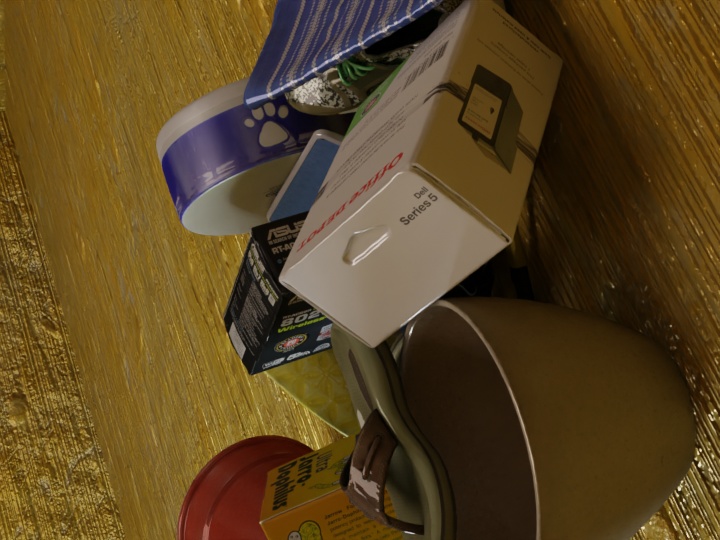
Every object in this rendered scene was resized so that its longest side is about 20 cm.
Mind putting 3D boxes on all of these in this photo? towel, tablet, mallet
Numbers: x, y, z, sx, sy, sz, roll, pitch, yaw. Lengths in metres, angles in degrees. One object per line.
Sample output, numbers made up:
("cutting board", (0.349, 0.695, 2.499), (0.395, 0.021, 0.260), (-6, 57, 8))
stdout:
("towel", (0.001, -0.200, 1.044), (0.200, 0.024, 0.145), (-25, 33, 34))
("tablet", (-0.003, -0.058, 1.260), (0.200, 0.130, 0.014), (129, 161, -65))
("mallet", (0.119, -0.010, 1.067), (0.066, 0.041, 0.201), (178, 77, -72))

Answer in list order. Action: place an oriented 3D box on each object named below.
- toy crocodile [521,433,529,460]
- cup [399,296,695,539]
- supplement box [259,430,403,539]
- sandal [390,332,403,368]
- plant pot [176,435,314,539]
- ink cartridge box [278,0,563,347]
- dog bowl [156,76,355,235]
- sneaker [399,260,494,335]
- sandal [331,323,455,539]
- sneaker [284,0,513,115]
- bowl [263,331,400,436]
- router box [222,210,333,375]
("toy crocodile", (0.132, 0.130, 1.042), (0.067, 0.062, 0.200), (-38, 65, 54))
("cup", (0.129, 0.103, 0.934), (0.200, 0.143, 0.201), (169, 90, -71))
("supplement box", (0.014, 0.238, 1.115), (0.109, 0.109, 0.200), (-92, -22, -78))
("sandal", (0.053, 0.142, 1.207), (0.057, 0.080, 0.202), (-168, 88, -70))
("plant pot", (-0.064, 0.290, 1.514), (0.195, 0.200, 0.201), (12, 111, 61))
("ink cartridge box", (0.043, -0.067, 0.954), (0.145, 0.084, 0.200), (-40, 19, 41))
("dog bowl", (-0.079, -0.105, 1.310), (0.200, 0.200, 0.079), (130, 124, -65))
("sneaker", (0.074, 0.020, 1.100), (0.070, 0.078, 0.200), (33, -175, 13))
("sandal", (0.010, 0.123, 0.952), (0.080, 0.057, 0.201), (107, 145, -54))
("sneaker", (0.009, -0.169, 1.067), (0.200, 0.089, 0.077), (-22, 87, 34))
("bowl", (-0.006, 0.071, 1.308), (0.108, 0.200, 0.200), (-52, 32, 4))
("router box", (0.000, 0.000, 1.148), (0.062, 0.200, 0.150), (63, 156, 21))
